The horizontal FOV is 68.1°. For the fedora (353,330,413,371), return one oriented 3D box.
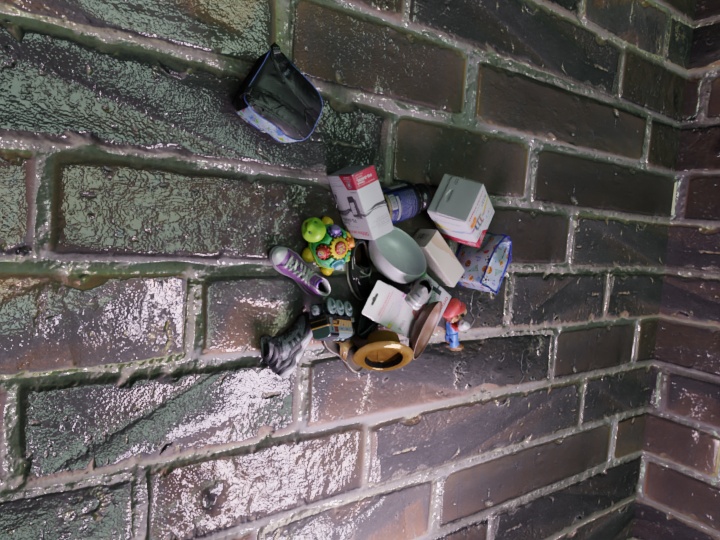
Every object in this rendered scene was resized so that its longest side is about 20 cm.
[{"bbox_3d":[0.069,0.237,1.626,0.199,0.200,0.083,27,48,-35],"label":"fedora"}]

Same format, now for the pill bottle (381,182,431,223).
[{"bbox_3d":[0.120,-0.210,1.654,0.198,0.111,0.113,-19,107,-32],"label":"pill bottle"}]

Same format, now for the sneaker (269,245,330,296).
[{"bbox_3d":[-0.158,0.002,1.481,0.200,0.114,0.073,41,75,-31],"label":"sneaker"}]

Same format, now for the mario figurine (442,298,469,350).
[{"bbox_3d":[0.340,0.179,1.846,0.106,0.123,0.202,-40,137,-34],"label":"mario figurine"}]

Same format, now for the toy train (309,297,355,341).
[{"bbox_3d":[-0.079,0.146,1.535,0.200,0.084,0.115,19,59,-63],"label":"toy train"}]

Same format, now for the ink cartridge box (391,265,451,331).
[{"bbox_3d":[0.192,0.092,1.766,0.200,0.083,0.148,38,75,-33],"label":"ink cartridge box"}]

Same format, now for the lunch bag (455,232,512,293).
[{"bbox_3d":[0.427,-0.036,1.865,0.123,0.169,0.202,27,80,-38],"label":"lunch bag"}]

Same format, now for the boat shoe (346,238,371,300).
[{"bbox_3d":[0.000,0.000,1.625,0.071,0.067,0.203,-19,110,-32],"label":"boat shoe"}]

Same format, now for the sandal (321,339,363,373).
[{"bbox_3d":[-0.043,0.249,1.635,0.082,0.054,0.201,-47,120,-22],"label":"sandal"}]

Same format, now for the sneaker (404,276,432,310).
[{"bbox_3d":[0.195,0.057,1.609,0.075,0.200,0.082,42,111,-1],"label":"sneaker"}]

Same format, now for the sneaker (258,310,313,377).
[{"bbox_3d":[-0.210,0.191,1.493,0.113,0.075,0.202,33,75,-32],"label":"sneaker"}]

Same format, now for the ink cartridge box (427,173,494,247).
[{"bbox_3d":[0.334,-0.195,1.752,0.147,0.144,0.200,-64,148,-9],"label":"ink cartridge box"}]

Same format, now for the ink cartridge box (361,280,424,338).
[{"bbox_3d":[0.086,0.111,1.612,0.199,0.067,0.117,30,85,-31],"label":"ink cartridge box"}]

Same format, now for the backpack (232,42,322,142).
[{"bbox_3d":[-0.208,-0.431,1.362,0.199,0.146,0.184,35,75,-30],"label":"backpack"}]

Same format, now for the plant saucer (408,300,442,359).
[{"bbox_3d":[0.198,0.181,1.667,0.201,0.036,0.202,-51,156,-34],"label":"plant saucer"}]

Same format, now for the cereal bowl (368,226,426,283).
[{"bbox_3d":[0.103,-0.039,1.648,0.199,0.083,0.201,25,39,-22],"label":"cereal bowl"}]

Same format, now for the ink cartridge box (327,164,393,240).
[{"bbox_3d":[0.000,-0.196,1.547,0.083,0.145,0.202,-29,112,-27],"label":"ink cartridge box"}]

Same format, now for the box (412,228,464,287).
[{"bbox_3d":[0.256,-0.042,1.789,0.078,0.095,0.200,-52,123,-19],"label":"box"}]

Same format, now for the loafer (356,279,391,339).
[{"bbox_3d":[0.044,0.120,1.663,0.202,0.067,0.070,-64,164,-8],"label":"loafer"}]

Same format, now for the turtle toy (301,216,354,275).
[{"bbox_3d":[-0.096,-0.079,1.521,0.199,0.101,0.147,37,75,-34],"label":"turtle toy"}]
